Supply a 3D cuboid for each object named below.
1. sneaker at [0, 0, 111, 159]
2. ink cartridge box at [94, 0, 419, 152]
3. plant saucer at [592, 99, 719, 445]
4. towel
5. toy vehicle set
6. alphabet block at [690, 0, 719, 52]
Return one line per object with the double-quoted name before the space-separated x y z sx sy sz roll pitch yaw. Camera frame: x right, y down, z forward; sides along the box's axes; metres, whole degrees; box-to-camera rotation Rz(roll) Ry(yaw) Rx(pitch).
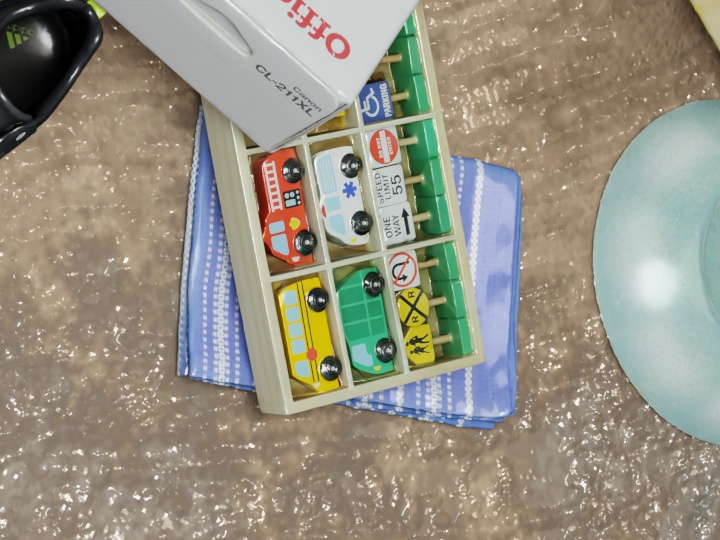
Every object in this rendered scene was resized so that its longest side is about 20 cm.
"sneaker" -0.195 -0.073 1.239 0.200 0.083 0.072 -47 108 -28
"ink cartridge box" -0.032 -0.180 1.284 0.146 0.083 0.200 41 58 -15
"plant saucer" 0.222 -0.001 1.519 0.201 0.039 0.201 4 83 -31
"towel" 0.000 0.000 1.388 0.200 0.024 0.145 10 78 -31
"toy vehicle set" -0.010 -0.038 1.348 0.124 0.026 0.200 -14 97 -32
"alphabet block" 0.338 -0.156 1.496 0.196 0.200 0.196 -43 106 -43
